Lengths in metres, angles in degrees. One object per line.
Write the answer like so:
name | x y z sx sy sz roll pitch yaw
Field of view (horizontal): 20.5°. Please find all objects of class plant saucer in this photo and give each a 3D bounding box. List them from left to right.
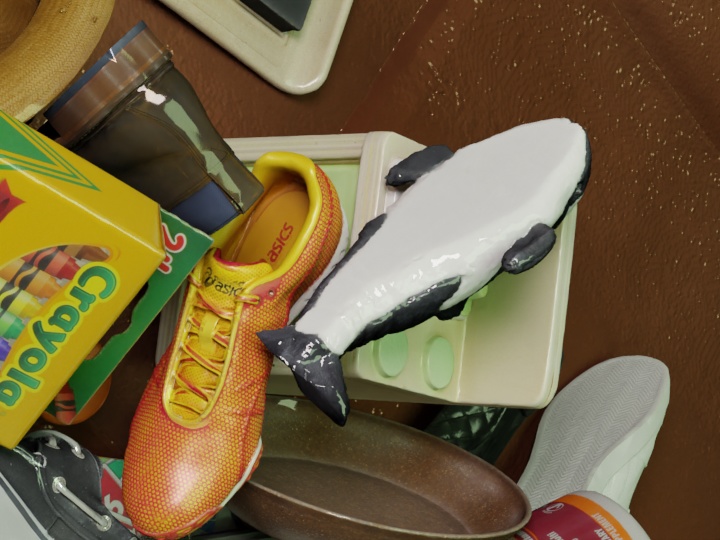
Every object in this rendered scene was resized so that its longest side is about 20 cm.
plant saucer | -0.006 0.119 1.086 0.199 0.200 0.037 5 106 -41

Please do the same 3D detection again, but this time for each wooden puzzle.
wooden puzzle | -0.066 -0.226 1.139 0.199 0.037 0.187 31 69 -36

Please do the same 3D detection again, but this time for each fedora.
fedora | -0.207 -0.104 0.955 0.201 0.199 0.082 -52 155 -29

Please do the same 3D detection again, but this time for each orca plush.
orca plush | 0.044 0.008 0.978 0.200 0.104 0.071 -51 142 -31

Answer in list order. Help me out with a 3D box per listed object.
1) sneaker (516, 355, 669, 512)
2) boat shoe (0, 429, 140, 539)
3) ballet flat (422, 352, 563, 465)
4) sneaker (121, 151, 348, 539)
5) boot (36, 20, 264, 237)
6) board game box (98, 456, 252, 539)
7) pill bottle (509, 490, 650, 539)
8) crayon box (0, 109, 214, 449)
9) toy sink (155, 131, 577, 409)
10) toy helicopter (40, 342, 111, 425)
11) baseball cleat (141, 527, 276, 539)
sneaker | 0.153 0.156 1.310 0.200 0.073 0.116 -51 136 -38
boat shoe | -0.155 0.109 0.955 0.068 0.071 0.200 -51 118 -23
ballet flat | 0.054 0.106 1.237 0.200 0.057 0.067 -47 145 -27
sneaker | -0.071 0.033 0.967 0.202 0.072 0.077 -69 156 -15
boot | -0.117 -0.042 0.970 0.097 0.200 0.075 46 65 -6
board game box | -0.091 0.159 1.112 0.199 0.030 0.097 12 81 -43
pill bottle | 0.069 0.208 1.098 0.199 0.109 0.111 -23 103 -27
crayon box | -0.175 -0.006 0.871 0.199 0.051 0.127 30 112 -26
toy sink | 0.000 0.000 1.070 0.112 0.198 0.132 18 77 -54
toy helicopter | -0.227 0.035 0.966 0.199 0.079 0.133 -26 112 -26
baseball cleat | -0.058 0.187 1.087 0.198 0.070 0.108 1 95 -31
